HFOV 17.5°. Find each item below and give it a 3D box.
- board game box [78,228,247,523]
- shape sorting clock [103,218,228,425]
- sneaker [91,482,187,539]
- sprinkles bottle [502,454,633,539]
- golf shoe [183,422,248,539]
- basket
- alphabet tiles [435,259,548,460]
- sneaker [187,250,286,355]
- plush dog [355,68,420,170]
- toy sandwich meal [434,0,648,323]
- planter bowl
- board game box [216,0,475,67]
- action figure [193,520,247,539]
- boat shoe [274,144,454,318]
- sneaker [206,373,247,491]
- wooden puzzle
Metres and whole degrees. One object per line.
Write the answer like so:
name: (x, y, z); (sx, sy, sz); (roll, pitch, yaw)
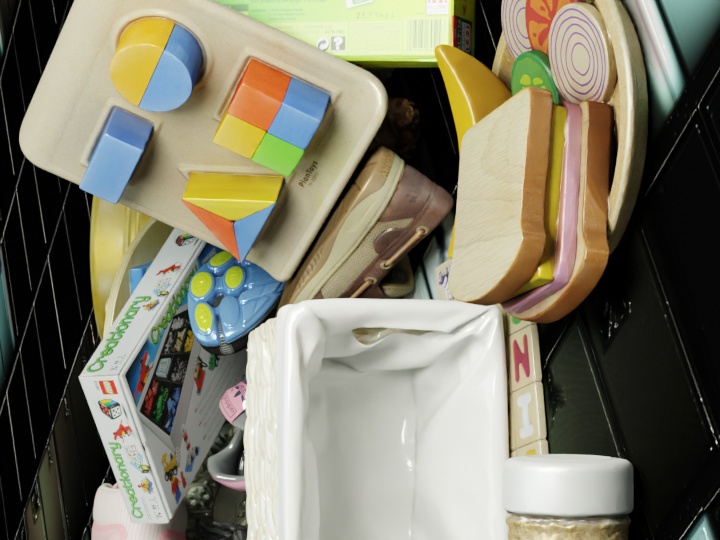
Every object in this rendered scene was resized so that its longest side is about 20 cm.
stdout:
board game box: (-0.132, 0.068, 1.659); (0.200, 0.035, 0.126); (-62, -37, -53)
shape sorting clock: (-0.138, 0.052, 1.754); (0.039, 0.200, 0.200); (4, 93, 31)
sneaker: (-0.166, 0.216, 1.747); (0.200, 0.075, 0.105); (112, 163, -69)
sprinkles bottle: (0.107, 0.197, 1.212); (0.068, 0.068, 0.200); (177, 93, -69)
golf shoe: (-0.113, 0.179, 1.800); (0.097, 0.078, 0.200); (-106, 27, -52)
basket: (0.006, 0.120, 1.382); (0.123, 0.136, 0.200); (165, 105, -73)
alphabet tiles: (0.072, 0.083, 1.400); (0.166, 0.006, 0.200); (146, 122, -65)
sneaker: (-0.072, 0.017, 1.655); (0.200, 0.071, 0.083); (-68, -27, -69)
plush dog: (-0.044, -0.123, 1.539); (0.160, 0.200, 0.172); (59, -150, -62)
toy sandwich meal: (0.089, -0.071, 1.272); (0.205, 0.070, 0.205); (-179, 90, -69)
planter bowl: (-0.158, -0.025, 1.912); (0.200, 0.083, 0.200); (-179, 90, -70)
board game box: (-0.030, -0.176, 1.441); (0.048, 0.200, 0.102); (3, -91, -71)
action figure: (-0.086, 0.277, 1.680); (0.200, 0.102, 0.119); (-115, 34, -56)
boat shoe: (0.000, 0.000, 1.504); (0.200, 0.072, 0.072); (-56, 13, 45)
sneaker: (-0.052, 0.080, 1.623); (0.070, 0.082, 0.200); (-116, 34, -51)
wooden puzzle: (-0.105, -0.086, 1.448); (0.185, 0.200, 0.046); (-58, 6, 44)
